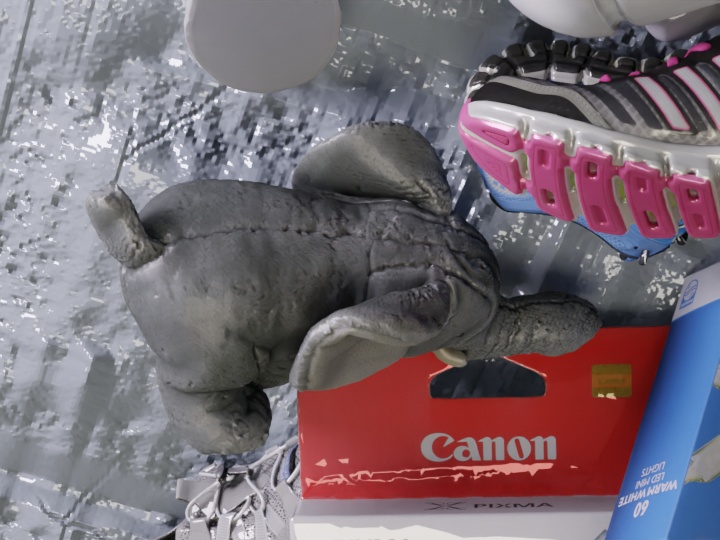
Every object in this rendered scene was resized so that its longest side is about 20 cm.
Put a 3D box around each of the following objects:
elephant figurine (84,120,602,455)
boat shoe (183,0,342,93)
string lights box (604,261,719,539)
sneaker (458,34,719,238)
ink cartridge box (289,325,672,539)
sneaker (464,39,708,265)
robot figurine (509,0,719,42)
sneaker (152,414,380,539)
[{"bbox_3d":[0.000,0.000,0.933,0.198,0.155,0.143,-10,102,12],"label":"elephant figurine"},{"bbox_3d":[-0.051,-0.155,0.857,0.071,0.066,0.201,-7,148,7],"label":"boat shoe"},{"bbox_3d":[0.180,0.105,0.945,0.102,0.201,0.059,30,152,-17],"label":"string lights box"},{"bbox_3d":[0.142,-0.065,0.831,0.198,0.088,0.074,7,157,15],"label":"sneaker"},{"bbox_3d":[0.064,0.120,0.993,0.198,0.045,0.178,-2,96,3],"label":"ink cartridge box"},{"bbox_3d":[0.148,-0.053,0.919,0.198,0.079,0.090,5,139,10],"label":"sneaker"},{"bbox_3d":[0.126,-0.161,0.802,0.198,0.114,0.170,-15,133,16],"label":"robot figurine"},{"bbox_3d":[-0.060,0.132,1.074,0.082,0.075,0.200,34,120,-13],"label":"sneaker"}]
